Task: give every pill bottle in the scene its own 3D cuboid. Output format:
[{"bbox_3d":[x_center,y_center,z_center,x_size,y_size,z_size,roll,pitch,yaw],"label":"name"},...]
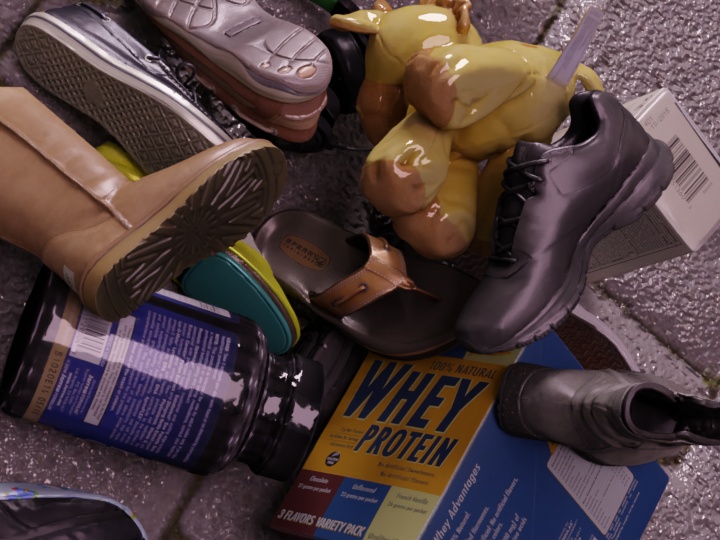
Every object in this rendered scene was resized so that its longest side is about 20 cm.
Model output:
[{"bbox_3d":[-0.130,0.071,1.379,0.199,0.112,0.112,20,72,-13],"label":"pill bottle"}]

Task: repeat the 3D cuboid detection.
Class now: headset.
[{"bbox_3d":[-0.030,-0.126,1.522,0.123,0.094,0.200,-40,86,-23],"label":"headset"}]

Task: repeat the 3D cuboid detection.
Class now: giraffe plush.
[{"bbox_3d":[0.056,-0.124,1.429,0.200,0.162,0.173,-51,137,-5],"label":"giraffe plush"}]

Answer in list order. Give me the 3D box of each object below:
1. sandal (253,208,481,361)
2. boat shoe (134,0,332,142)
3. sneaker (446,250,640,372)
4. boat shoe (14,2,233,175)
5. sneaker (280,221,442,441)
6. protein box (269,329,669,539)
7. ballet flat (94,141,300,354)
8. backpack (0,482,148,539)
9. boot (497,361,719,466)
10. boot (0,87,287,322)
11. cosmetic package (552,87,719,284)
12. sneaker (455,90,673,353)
[{"bbox_3d":[0.000,0.000,1.440,0.082,0.200,0.055,-50,145,-16],"label":"sandal"},{"bbox_3d":[-0.095,-0.152,1.438,0.076,0.200,0.072,-25,137,-26],"label":"boat shoe"},{"bbox_3d":[0.149,0.048,1.555,0.073,0.085,0.200,-41,87,11],"label":"sneaker"},{"bbox_3d":[-0.145,-0.118,1.419,0.200,0.075,0.062,37,46,12],"label":"boat shoe"},{"bbox_3d":[0.012,0.042,1.509,0.091,0.076,0.200,44,73,-22],"label":"sneaker"},{"bbox_3d":[0.081,0.161,1.446,0.200,0.135,0.199,49,61,-36],"label":"protein box"},{"bbox_3d":[-0.115,-0.022,1.452,0.200,0.067,0.067,36,45,-16],"label":"ballet flat"},{"bbox_3d":[-0.226,0.205,1.315,0.199,0.154,0.164,-11,84,-8],"label":"backpack"},{"bbox_3d":[0.195,0.101,1.368,0.200,0.130,0.068,10,86,-46],"label":"boot"},{"bbox_3d":[-0.173,-0.071,1.355,0.175,0.200,0.066,-35,142,-27],"label":"boot"},{"bbox_3d":[0.177,-0.054,1.533,0.071,0.200,0.105,-45,104,-28],"label":"cosmetic package"},{"bbox_3d":[0.118,-0.033,1.360,0.091,0.076,0.200,48,68,-27],"label":"sneaker"}]
